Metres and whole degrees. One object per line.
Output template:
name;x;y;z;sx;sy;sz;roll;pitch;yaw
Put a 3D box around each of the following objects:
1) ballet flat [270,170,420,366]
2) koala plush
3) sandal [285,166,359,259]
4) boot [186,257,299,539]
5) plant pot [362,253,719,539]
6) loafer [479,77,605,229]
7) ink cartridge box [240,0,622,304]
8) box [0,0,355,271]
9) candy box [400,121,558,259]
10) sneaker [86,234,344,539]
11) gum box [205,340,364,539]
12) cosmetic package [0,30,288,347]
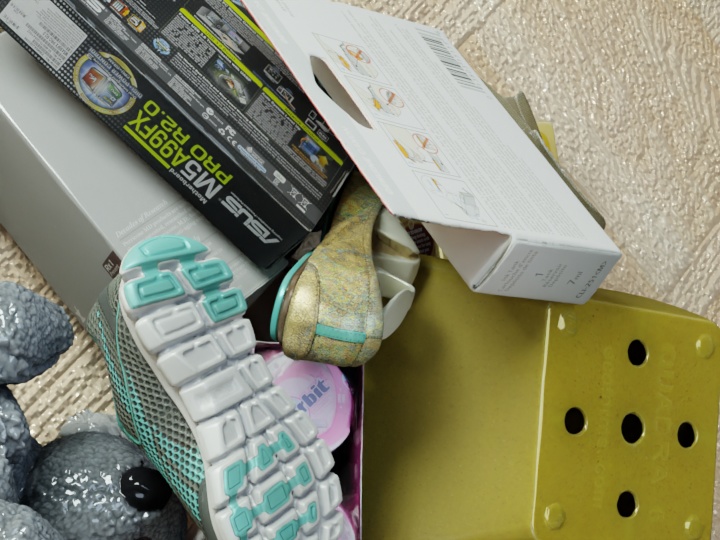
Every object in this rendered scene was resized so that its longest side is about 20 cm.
ballet flat;0.000;0.000;0.889;0.071;0.071;0.200;54;19;-12
koala plush;-0.174;0.126;0.867;0.200;0.184;0.177;20;52;-47
sandal;-0.043;-0.050;1.020;0.075;0.048;0.200;38;35;9
boot;-0.069;0.100;0.985;0.186;0.064;0.200;37;68;-18
plant pot;0.101;0.091;0.957;0.200;0.176;0.200;10;81;-32
loafer;0.091;-0.079;1.043;0.200;0.076;0.067;41;69;-18
ink cartridge box;0.023;-0.069;0.850;0.174;0.044;0.200;6;39;-43
box;-0.084;-0.117;0.893;0.200;0.044;0.160;43;36;-11
candy box;0.087;0.000;1.103;0.117;0.056;0.200;-5;82;-33
sneaker;-0.077;0.082;0.816;0.078;0.091;0.200;-21;88;-37
gum box;-0.044;0.147;0.893;0.066;0.114;0.200;4;79;-15
cosmetic package;-0.144;-0.041;0.908;0.200;0.107;0.090;48;59;3
